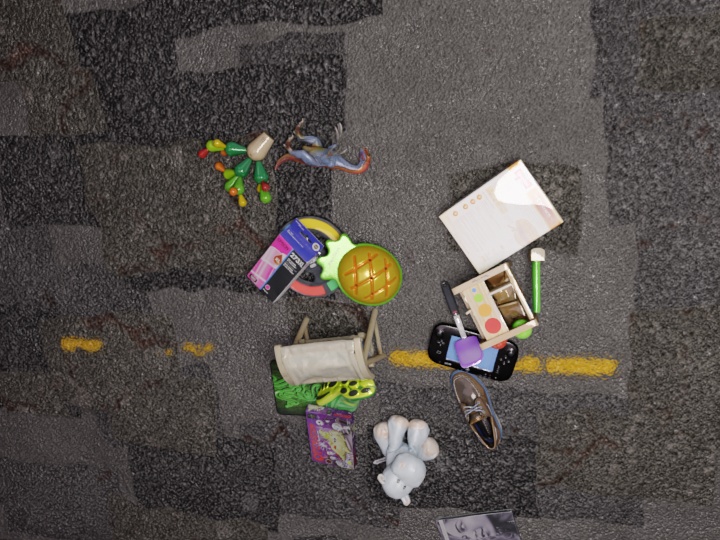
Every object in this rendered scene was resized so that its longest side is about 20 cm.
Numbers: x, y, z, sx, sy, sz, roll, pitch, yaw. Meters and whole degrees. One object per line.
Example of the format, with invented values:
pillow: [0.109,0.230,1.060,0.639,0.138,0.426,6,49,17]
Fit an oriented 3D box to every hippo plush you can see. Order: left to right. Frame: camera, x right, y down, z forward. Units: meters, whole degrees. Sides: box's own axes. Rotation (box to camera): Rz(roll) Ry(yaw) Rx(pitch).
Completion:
hippo plush: [0.085,0.460,1.279,0.159,0.161,0.200,44,111,0]

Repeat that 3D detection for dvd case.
dvd case: [0.310,0.693,1.361,0.199,0.016,0.149,-16,101,19]

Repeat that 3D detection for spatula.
spatula: [0.222,0.116,1.192,0.056,0.021,0.201,-20,81,9]

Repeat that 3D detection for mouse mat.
mouse mat: [-0.138,0.310,1.382,0.199,0.008,0.162,-1,105,17]

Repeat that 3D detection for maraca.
maraca: [0.000,0.000,1.195,0.199,0.107,0.138,27,92,-9]

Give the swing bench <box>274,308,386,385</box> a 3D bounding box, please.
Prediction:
swing bench: [-0.063,0.189,1.222,0.198,0.200,0.130,-7,103,16]

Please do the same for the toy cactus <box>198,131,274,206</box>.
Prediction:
toy cactus: [-0.269,-0.252,1.224,0.200,0.102,0.165,45,102,9]

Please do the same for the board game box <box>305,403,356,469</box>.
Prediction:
board game box: [-0.073,0.429,1.354,0.119,0.032,0.201,9,126,17]

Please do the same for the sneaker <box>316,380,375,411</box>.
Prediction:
sneaker: [-0.025,0.297,1.292,0.083,0.074,0.200,31,144,-28]

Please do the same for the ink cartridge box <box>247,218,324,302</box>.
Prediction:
ink cartridge box: [-0.180,-0.021,1.250,0.095,0.037,0.200,45,117,4]

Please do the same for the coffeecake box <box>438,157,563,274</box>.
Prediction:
coffeecake box: [0.293,-0.114,1.109,0.200,0.073,0.154,-35,94,21]

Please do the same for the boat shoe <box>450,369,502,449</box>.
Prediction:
boat shoe: [0.275,0.326,1.237,0.072,0.072,0.200,-31,95,20]

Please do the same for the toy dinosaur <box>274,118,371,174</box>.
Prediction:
toy dinosaur: [-0.074,-0.262,1.189,0.181,0.105,0.200,33,149,-9]

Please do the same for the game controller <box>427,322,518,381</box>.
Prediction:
game controller: [0.258,0.188,1.218,0.199,0.042,0.105,15,103,12]

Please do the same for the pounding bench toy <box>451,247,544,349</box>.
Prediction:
pounding bench toy: [0.322,0.061,1.106,0.199,0.124,0.157,-28,84,18]

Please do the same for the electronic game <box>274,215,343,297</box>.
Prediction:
electronic game: [-0.116,-0.032,1.261,0.199,0.042,0.201,4,106,14]
